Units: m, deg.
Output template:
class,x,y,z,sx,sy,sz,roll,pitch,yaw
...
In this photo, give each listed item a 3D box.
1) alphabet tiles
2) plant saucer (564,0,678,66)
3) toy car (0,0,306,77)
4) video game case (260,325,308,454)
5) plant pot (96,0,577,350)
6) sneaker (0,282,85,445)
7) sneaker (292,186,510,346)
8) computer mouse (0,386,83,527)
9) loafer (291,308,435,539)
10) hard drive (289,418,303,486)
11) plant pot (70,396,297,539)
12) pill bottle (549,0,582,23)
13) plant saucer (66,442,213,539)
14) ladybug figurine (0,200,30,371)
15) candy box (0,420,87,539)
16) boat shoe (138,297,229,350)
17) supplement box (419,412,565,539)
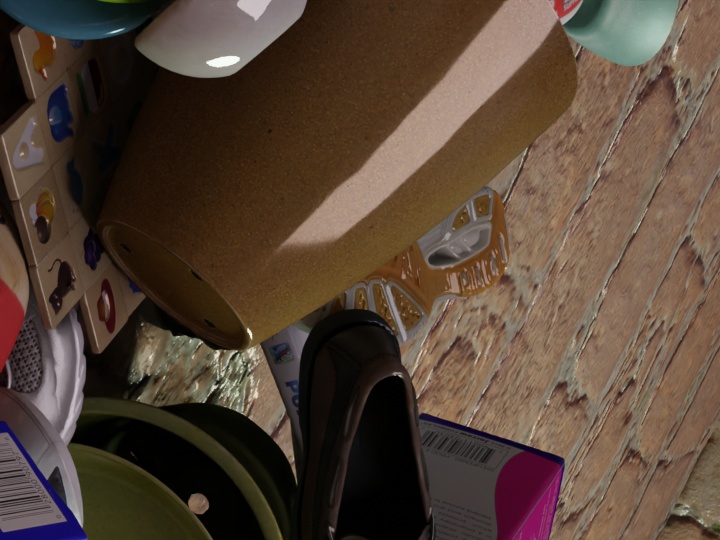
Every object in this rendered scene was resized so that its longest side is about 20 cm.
class,x,y,z,sx,sy,sz,roll,pitch,yaw
alphabet tiles,-0.118,-0.065,1.069,0.200,0.006,0.167,-56,142,-53
plant saucer,0.143,-0.227,1.432,0.036,0.200,0.200,-14,138,-18
toy car,-0.090,-0.171,0.953,0.150,0.175,0.200,-30,-167,48
video game case,-0.022,0.030,1.286,0.200,0.022,0.182,-78,151,-63
plant pot,-0.027,-0.065,1.059,0.200,0.186,0.186,-52,157,-19
sneaker,-0.197,0.092,1.077,0.200,0.075,0.082,-67,161,8
sneaker,0.000,0.000,1.219,0.200,0.088,0.076,-14,101,-55
computer mouse,-0.164,0.136,1.030,0.044,0.110,0.200,-29,139,-30
loafer,0.005,0.121,1.145,0.072,0.063,0.200,-15,116,-18
hard drive,-0.028,0.069,1.375,0.132,0.027,0.200,76,7,-61
plant pot,-0.113,0.149,1.239,0.190,0.200,0.200,-36,148,-75
pill bottle,0.089,-0.245,1.324,0.114,0.114,0.200,-50,156,-34
plant saucer,-0.150,0.183,1.134,0.200,0.200,0.031,-68,169,12
ladybug figurine,-0.213,0.045,0.987,0.200,0.072,0.136,-57,159,-17
candy box,-0.238,0.160,0.924,0.169,0.077,0.200,-3,140,-53
boat shoe,-0.093,-0.024,1.219,0.072,0.060,0.202,-54,158,-26
supplement box,0.040,0.179,1.320,0.200,0.101,0.103,-40,144,-61
